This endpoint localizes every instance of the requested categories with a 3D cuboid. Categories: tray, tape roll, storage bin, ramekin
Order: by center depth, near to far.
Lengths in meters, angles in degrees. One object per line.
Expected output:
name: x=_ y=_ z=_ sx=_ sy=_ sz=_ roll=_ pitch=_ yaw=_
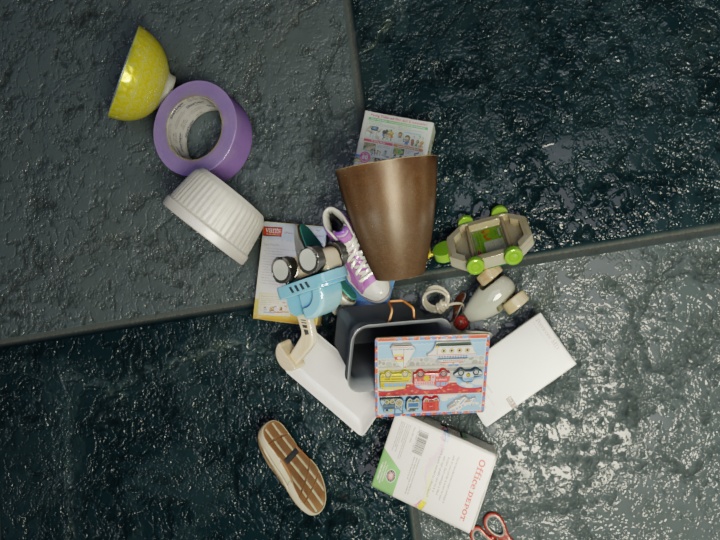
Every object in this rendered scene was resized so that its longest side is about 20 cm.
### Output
storage bin: x=0.046 y=0.115 z=1.049 sx=0.195 sy=0.134 sz=0.150 roll=-3 pitch=111 yaw=-24
tray: x=-0.043 y=0.212 z=1.103 sx=0.199 sy=0.022 sz=0.108 roll=38 pitch=107 yaw=9
ramekin: x=-0.286 y=-0.114 z=1.164 sx=0.198 sy=0.200 sz=0.106 roll=37 pitch=84 yaw=14
tape roll: x=-0.339 y=-0.295 z=1.245 sx=0.194 sy=0.085 sz=0.206 roll=-1 pitch=84 yaw=14

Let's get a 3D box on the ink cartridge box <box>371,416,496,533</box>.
ink cartridge box: x=0.138 y=0.364 z=1.072 sx=0.196 sy=0.084 sz=0.148 roll=20 pitch=90 yaw=15

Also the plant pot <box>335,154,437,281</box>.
plant pot: x=0.057 y=-0.090 z=1.035 sx=0.182 sy=0.187 sz=0.206 roll=-6 pitch=97 yaw=13

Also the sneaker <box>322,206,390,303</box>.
sneaker: x=-0.015 y=-0.030 z=1.092 sx=0.072 sy=0.114 sz=0.202 roll=-35 pitch=75 yaw=0

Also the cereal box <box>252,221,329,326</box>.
cereal box: x=-0.141 y=0.006 z=1.193 sx=0.140 sy=0.039 sz=0.206 roll=6 pitch=86 yaw=11

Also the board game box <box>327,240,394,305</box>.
board game box: x=0.000 y=0.000 z=1.162 sx=0.154 sy=0.039 sz=0.205 roll=14 pitch=81 yaw=14

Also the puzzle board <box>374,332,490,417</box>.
puzzle board: x=0.121 y=0.182 z=0.985 sx=0.194 sy=0.017 sz=0.155 roll=-2 pitch=112 yaw=-3

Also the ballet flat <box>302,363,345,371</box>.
ballet flat: x=-0.050 y=0.196 z=1.149 sx=0.194 sy=0.068 sz=0.074 roll=-5 pitch=104 yaw=13

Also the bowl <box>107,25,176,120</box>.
bowl: x=-0.469 y=-0.412 z=1.262 sx=0.106 sy=0.199 sz=0.205 roll=19 pitch=90 yaw=-27

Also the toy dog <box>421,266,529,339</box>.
toy dog: x=0.224 y=0.068 z=1.089 sx=0.196 sy=0.096 sz=0.135 roll=-22 pitch=83 yaw=26

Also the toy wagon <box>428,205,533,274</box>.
toy wagon: x=0.215 y=-0.050 z=1.067 sx=0.195 sy=0.157 sz=0.040 roll=-16 pitch=123 yaw=13

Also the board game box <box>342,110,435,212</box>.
board game box: x=0.059 y=-0.201 z=1.152 sx=0.144 sy=0.064 sz=0.206 roll=14 pitch=90 yaw=13

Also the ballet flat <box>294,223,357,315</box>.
ballet flat: x=-0.085 y=0.002 z=1.129 sx=0.069 sy=0.069 sz=0.202 roll=-39 pitch=74 yaw=7

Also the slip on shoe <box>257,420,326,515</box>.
slip on shoe: x=-0.142 y=0.397 z=1.153 sx=0.201 sy=0.076 sz=0.061 roll=52 pitch=137 yaw=4

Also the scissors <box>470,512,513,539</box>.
scissors: x=0.295 y=0.528 z=1.059 sx=0.198 sy=0.014 sz=0.074 roll=36 pitch=91 yaw=13

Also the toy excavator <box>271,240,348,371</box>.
toy excavator: x=-0.096 y=0.069 z=1.048 sx=0.191 sy=0.099 sz=0.205 roll=-18 pitch=87 yaw=32

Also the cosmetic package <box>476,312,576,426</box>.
cosmetic package: x=0.279 y=0.180 z=1.056 sx=0.199 sy=0.081 sz=0.114 roll=-39 pitch=76 yaw=8
